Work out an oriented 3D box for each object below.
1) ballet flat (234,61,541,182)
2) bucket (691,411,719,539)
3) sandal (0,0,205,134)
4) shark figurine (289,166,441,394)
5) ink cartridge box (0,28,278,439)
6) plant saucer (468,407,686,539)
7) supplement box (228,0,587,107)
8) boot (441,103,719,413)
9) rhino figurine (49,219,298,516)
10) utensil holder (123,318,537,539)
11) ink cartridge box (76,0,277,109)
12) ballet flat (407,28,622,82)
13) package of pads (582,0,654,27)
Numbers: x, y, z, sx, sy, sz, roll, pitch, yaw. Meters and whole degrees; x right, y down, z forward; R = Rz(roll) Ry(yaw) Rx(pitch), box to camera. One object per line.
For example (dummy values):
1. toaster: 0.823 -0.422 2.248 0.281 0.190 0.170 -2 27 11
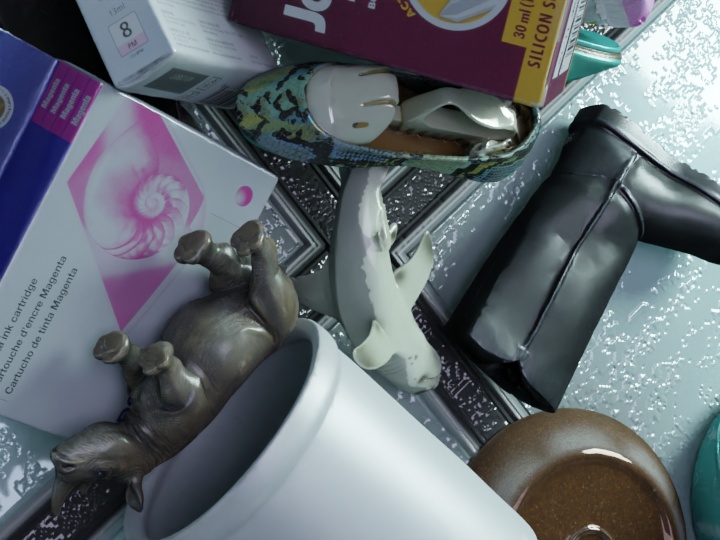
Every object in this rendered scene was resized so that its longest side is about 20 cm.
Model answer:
1. ballet flat: 0.023 -0.099 1.020 0.199 0.074 0.075 2 86 -28
2. bucket: 0.344 0.163 1.186 0.206 0.135 0.209 1 87 -25
3. sandal: -0.142 -0.103 0.996 0.200 0.045 0.075 50 51 -38
4. shark figurine: -0.009 -0.016 1.072 0.128 0.089 0.216 -20 106 -57
5. ink cartridge box: -0.166 -0.008 0.957 0.200 0.043 0.197 26 93 -44
6. plant saucer: 0.150 0.196 1.152 0.199 0.037 0.202 2 86 -24
7. supplement box: 0.039 -0.189 1.003 0.199 0.103 0.132 16 106 11
8. boot: 0.169 0.011 1.145 0.164 0.066 0.200 34 67 -6
9. rhino figurine: -0.109 0.064 0.966 0.200 0.060 0.087 -51 140 -9
10. utensil holder: -0.013 0.155 1.010 0.200 0.170 0.170 41 72 -20
11. ink cartridge box: -0.131 -0.197 0.992 0.057 0.162 0.201 -31 82 17
12. ballet flat: 0.080 -0.149 1.130 0.199 0.067 0.071 14 106 -23
13. package of pads: 0.166 -0.275 1.118 0.121 0.075 0.201 50 50 -56
